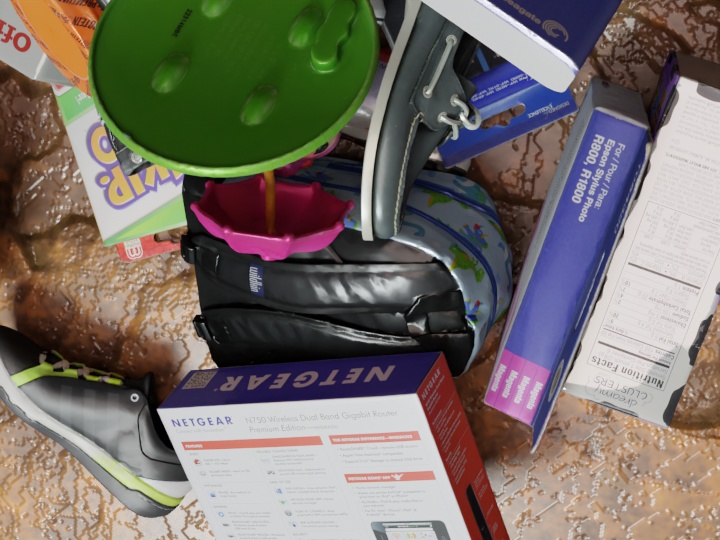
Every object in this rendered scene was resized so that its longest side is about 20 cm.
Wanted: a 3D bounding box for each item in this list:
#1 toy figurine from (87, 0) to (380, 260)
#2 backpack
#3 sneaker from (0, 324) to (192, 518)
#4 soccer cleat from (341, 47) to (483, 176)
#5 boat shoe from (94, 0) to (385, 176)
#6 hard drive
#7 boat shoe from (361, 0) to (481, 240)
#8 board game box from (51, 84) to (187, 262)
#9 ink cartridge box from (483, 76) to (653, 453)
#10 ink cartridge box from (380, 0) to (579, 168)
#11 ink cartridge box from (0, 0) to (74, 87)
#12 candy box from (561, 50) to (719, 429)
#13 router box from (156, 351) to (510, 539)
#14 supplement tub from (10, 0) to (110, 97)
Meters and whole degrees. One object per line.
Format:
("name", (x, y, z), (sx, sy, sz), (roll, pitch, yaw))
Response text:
("toy figurine", (-0.047, -0.092, 0.803), (0.150, 0.184, 0.200), (20, 66, 15))
("backpack", (0.000, 0.000, 0.935), (0.200, 0.154, 0.164), (14, 125, 36))
("sneaker", (-0.188, 0.094, 1.041), (0.200, 0.072, 0.083), (42, 100, -10))
("soccer cleat", (-0.013, -0.124, 0.954), (0.199, 0.068, 0.073), (19, 88, 7))
("boat shoe", (-0.071, -0.115, 0.888), (0.199, 0.074, 0.068), (-20, 88, 8))
("hard drive", (0.104, -0.201, 0.842), (0.132, 0.200, 0.025), (35, 137, 0))
("boat shoe", (0.046, -0.110, 0.845), (0.062, 0.073, 0.201), (14, 81, 5))
("board game box", (-0.161, -0.107, 1.001), (0.095, 0.030, 0.201), (-14, 104, 14))
("ink cartridge box", (0.127, -0.012, 0.879), (0.043, 0.200, 0.197), (20, 106, 5))
("ink cartridge box", (0.059, -0.176, 0.903), (0.099, 0.039, 0.200), (-25, 87, 0))
("ink cartridge box", (-0.205, -0.239, 0.923), (0.146, 0.083, 0.200), (30, 105, 18))
("candy box", (0.193, -0.026, 0.880), (0.071, 0.168, 0.200), (19, 107, 6))
("router box", (-0.013, 0.147, 0.936), (0.200, 0.049, 0.180), (-6, 117, 29))
("supplement tub", (-0.104, -0.197, 0.832), (0.200, 0.122, 0.123), (-39, 95, -17))
